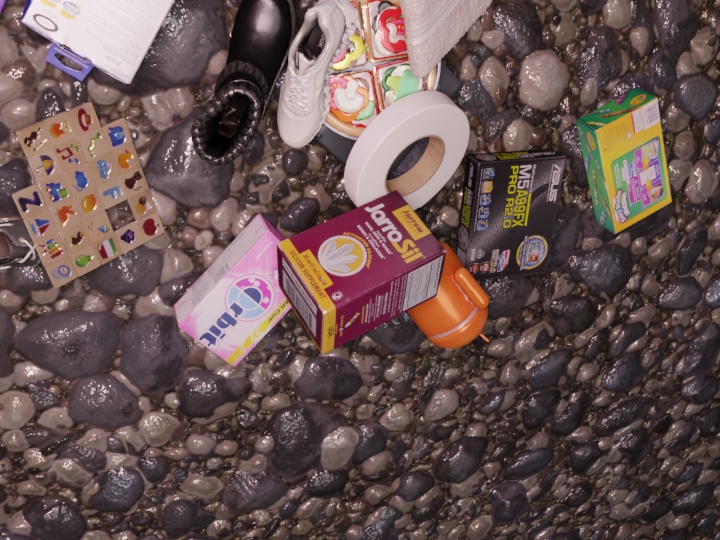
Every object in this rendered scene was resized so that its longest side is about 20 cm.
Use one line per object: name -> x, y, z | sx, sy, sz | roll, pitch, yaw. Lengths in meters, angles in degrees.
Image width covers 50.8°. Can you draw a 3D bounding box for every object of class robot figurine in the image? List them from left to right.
robot figurine -> 0.123, 0.038, 1.187 | 0.142, 0.117, 0.201 | -32, 110, 17

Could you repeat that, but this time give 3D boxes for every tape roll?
tape roll -> 0.067, -0.157, 1.067 | 0.200, 0.037, 0.205 | -29, 148, -19

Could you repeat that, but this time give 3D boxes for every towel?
towel -> 0.116, -0.355, 0.974 | 0.201, 0.034, 0.134 | -52, 147, -26

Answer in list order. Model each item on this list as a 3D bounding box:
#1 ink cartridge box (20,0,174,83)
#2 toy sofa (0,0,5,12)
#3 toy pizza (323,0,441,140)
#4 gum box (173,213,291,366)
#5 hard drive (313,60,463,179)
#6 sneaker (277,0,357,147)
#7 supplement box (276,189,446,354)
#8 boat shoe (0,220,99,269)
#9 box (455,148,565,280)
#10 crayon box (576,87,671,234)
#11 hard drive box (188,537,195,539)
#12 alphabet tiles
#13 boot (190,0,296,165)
ink cartridge box -> -0.299, -0.315, 0.876 | 0.135, 0.076, 0.202 | 27, 102, -30
toy sofa -> -0.447, -0.273, 0.828 | 0.082, 0.098, 0.202 | 24, 104, -29
toy pizza -> 0.014, -0.274, 1.010 | 0.195, 0.032, 0.205 | -3, 108, -9
gum box -> -0.170, 0.034, 1.108 | 0.200, 0.066, 0.113 | -46, 122, 5
hard drive -> 0.036, -0.229, 1.076 | 0.139, 0.033, 0.201 | 36, 99, -31
sneaker -> -0.070, -0.247, 0.961 | 0.074, 0.081, 0.203 | 25, 121, 7
supplement box -> 0.000, 0.000, 1.038 | 0.197, 0.132, 0.104 | -26, 148, -22
boat shoe -> -0.436, -0.029, 0.974 | 0.195, 0.068, 0.073 | -1, 115, -24
box -> 0.238, -0.089, 1.220 | 0.156, 0.044, 0.204 | -5, 117, -18
crayon box -> 0.435, -0.177, 1.244 | 0.117, 0.058, 0.203 | -27, 122, -6
hard drive box -> -0.313, 0.571, 1.244 | 0.153, 0.201, 0.078 | -28, 122, -4
alphabet tiles -> -0.354, -0.101, 0.970 | 0.166, 0.007, 0.204 | -31, 125, -29
boot -> -0.137, -0.242, 0.918 | 0.078, 0.158, 0.215 | 16, 112, -2
